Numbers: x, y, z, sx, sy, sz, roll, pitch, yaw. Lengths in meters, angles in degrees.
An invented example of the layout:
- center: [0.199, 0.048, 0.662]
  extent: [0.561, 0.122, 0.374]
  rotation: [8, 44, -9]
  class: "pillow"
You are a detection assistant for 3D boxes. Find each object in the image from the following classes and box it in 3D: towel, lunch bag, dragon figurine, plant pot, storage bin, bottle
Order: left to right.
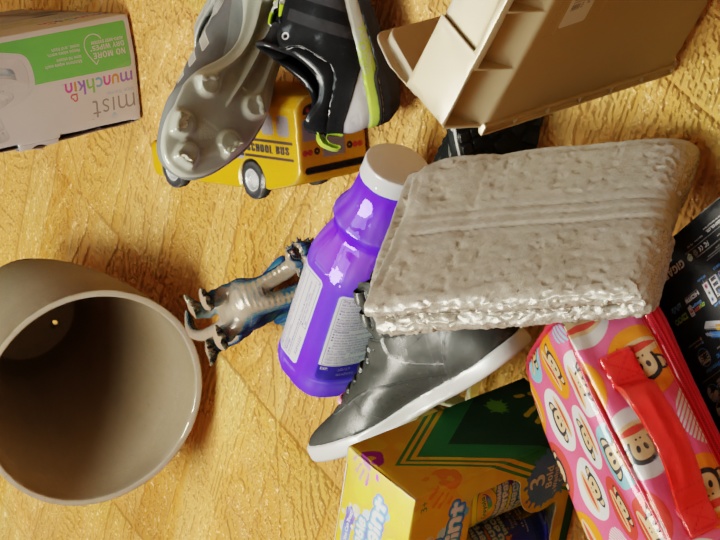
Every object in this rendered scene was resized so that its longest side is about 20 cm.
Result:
- center: [-0.255, 0.068, 2.020]
  extent: [0.200, 0.186, 0.188]
  rotation: [-138, 45, -57]
  class: "plant pot"
- center: [-0.078, 0.026, 1.856]
  extent: [0.059, 0.099, 0.200]
  rotation: [68, 163, 7]
  class: "dragon figurine"
- center: [0.000, 0.000, 1.719]
  extent: [0.065, 0.083, 0.201]
  rotation: [49, 138, 32]
  class: "bottle"
- center: [0.104, -0.019, 1.481]
  extent: [0.199, 0.133, 0.035]
  rotation: [-3, 138, 29]
  class: "towel"
- center: [0.128, -0.192, 1.379]
  extent: [0.094, 0.198, 0.200]
  rotation: [52, 138, 23]
  class: "storage bin"
- center: [0.174, 0.112, 1.473]
  extent: [0.176, 0.082, 0.201]
  rotation: [99, 148, -74]
  class: "lunch bag"

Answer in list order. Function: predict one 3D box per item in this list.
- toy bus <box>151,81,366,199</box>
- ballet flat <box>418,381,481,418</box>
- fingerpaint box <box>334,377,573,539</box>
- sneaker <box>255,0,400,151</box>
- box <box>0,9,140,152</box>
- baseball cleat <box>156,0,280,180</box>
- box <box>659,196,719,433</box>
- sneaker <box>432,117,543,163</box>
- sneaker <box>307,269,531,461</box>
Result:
- center: [-0.081, -0.101, 1.808]
  extent: [0.200, 0.065, 0.079]
  rotation: [10, 110, 52]
  class: "toy bus"
- center: [0.047, 0.091, 1.711]
  extent: [0.072, 0.072, 0.200]
  rotation: [51, 140, 30]
  class: "ballet flat"
- center: [0.061, 0.194, 1.635]
  extent: [0.073, 0.166, 0.201]
  rotation: [35, 128, 37]
  class: "fingerpaint box"
- center: [-0.038, -0.183, 1.686]
  extent: [0.072, 0.082, 0.201]
  rotation: [128, 122, -79]
  class: "sneaker"
- center: [-0.313, -0.153, 1.991]
  extent: [0.176, 0.199, 0.097]
  rotation: [10, 110, 53]
  class: "box"
- center: [-0.098, -0.142, 1.747]
  extent: [0.070, 0.200, 0.106]
  rotation: [39, 155, -19]
  class: "baseball cleat"
- center: [0.268, 0.038, 1.398]
  extent: [0.199, 0.050, 0.200]
  rotation: [63, 144, 14]
  class: "box"
- center: [0.073, -0.080, 1.604]
  extent: [0.087, 0.075, 0.201]
  rotation: [20, 118, 55]
  class: "sneaker"
- center: [0.018, 0.054, 1.629]
  extent: [0.200, 0.071, 0.099]
  rotation: [-35, 90, 38]
  class: "sneaker"
